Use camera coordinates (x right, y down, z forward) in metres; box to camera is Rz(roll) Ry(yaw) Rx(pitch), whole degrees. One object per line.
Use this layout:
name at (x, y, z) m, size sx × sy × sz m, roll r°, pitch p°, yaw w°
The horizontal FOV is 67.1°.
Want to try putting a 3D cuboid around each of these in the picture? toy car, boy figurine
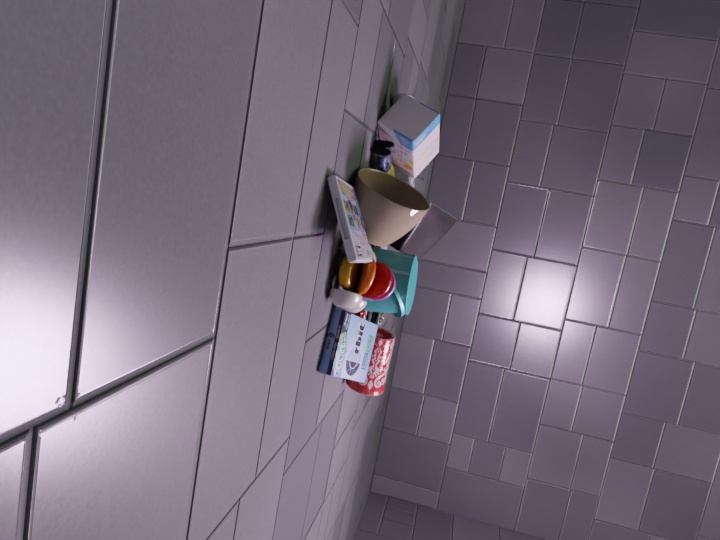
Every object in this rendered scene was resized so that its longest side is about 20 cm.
toy car at (0.015, 0.021, 1.377) m, size 0.200 × 0.150 × 0.175 m, roll 55°, pitch 47°, yaw -76°
boy figurine at (0.065, -0.277, 1.563) m, size 0.200 × 0.064 × 0.125 m, roll 91°, pitch 16°, yaw -50°

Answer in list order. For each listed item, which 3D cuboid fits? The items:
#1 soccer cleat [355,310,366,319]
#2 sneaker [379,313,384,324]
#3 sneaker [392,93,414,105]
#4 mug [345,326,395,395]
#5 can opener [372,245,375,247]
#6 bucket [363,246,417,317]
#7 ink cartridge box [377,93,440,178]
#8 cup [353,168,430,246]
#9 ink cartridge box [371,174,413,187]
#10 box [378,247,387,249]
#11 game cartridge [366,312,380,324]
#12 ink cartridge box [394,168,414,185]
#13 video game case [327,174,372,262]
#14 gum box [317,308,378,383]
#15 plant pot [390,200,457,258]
soccer cleat at (-0.017, 0.185, 1.632) m, size 0.085 × 0.068 × 0.200 m, roll 78°, pitch 21°, yaw -57°
sneaker at (0.049, 0.091, 1.876) m, size 0.078 × 0.090 × 0.200 m, roll 32°, pitch 76°, yaw -39°
sneaker at (0.130, -0.451, 1.676) m, size 0.200 × 0.074 × 0.119 m, roll 76°, pitch 21°, yaw -73°
mug at (0.028, 0.290, 1.831) m, size 0.177 × 0.133 × 0.200 m, roll 37°, pitch -63°, yaw 53°
can opener at (0.047, -0.039, 1.768) m, size 0.200 × 0.053 × 0.067 m, roll 79°, pitch 25°, yaw -68°
bucket at (0.087, 0.035, 1.594) m, size 0.207 × 0.134 × 0.208 m, roll 8°, pitch 90°, yaw -77°
ink cartridge box at (0.143, -0.376, 1.572) m, size 0.125 × 0.128 × 0.200 m, roll -48°, pitch 158°, yaw -16°
cup at (0.055, -0.148, 1.378) m, size 0.143 × 0.200 × 0.200 m, roll -62°, pitch 178°, yaw 27°
ink cartridge box at (0.070, -0.182, 1.528) m, size 0.161 × 0.050 × 0.200 m, roll -67°, pitch 161°, yaw 13°
box at (0.064, -0.066, 1.878) m, size 0.200 × 0.035 × 0.110 m, roll 86°, pitch 18°, yaw -56°
game cartridge at (0.019, 0.166, 1.736) m, size 0.133 × 0.041 × 0.200 m, roll -43°, pitch -155°, yaw 47°
ink cartridge box at (0.139, -0.307, 1.878) m, size 0.145 × 0.084 × 0.200 m, roll -67°, pitch 165°, yaw -46°
video game case at (-0.020, -0.106, 1.197) m, size 0.200 × 0.024 × 0.183 m, roll -4°, pitch 79°, yaw -79°
gum box at (-0.029, 0.210, 1.479) m, size 0.200 × 0.044 × 0.170 m, roll 31°, pitch 70°, yaw -59°
plant pot at (0.150, -0.152, 1.723) m, size 0.200 × 0.199 × 0.178 m, roll 18°, pitch 105°, yaw -53°
